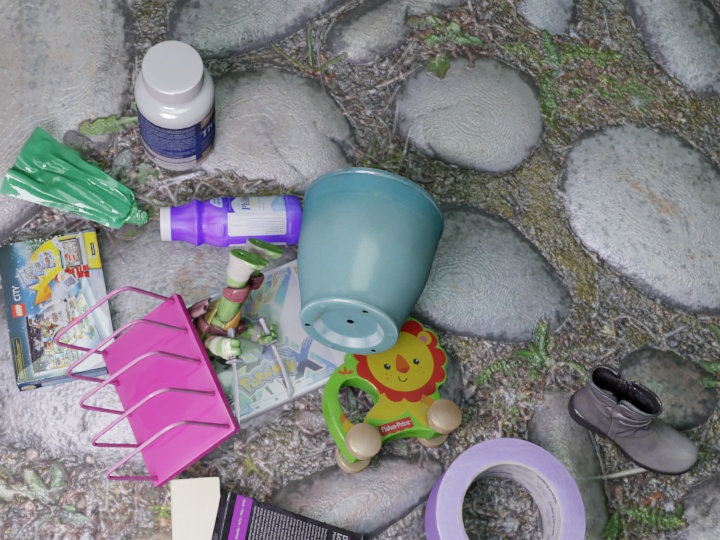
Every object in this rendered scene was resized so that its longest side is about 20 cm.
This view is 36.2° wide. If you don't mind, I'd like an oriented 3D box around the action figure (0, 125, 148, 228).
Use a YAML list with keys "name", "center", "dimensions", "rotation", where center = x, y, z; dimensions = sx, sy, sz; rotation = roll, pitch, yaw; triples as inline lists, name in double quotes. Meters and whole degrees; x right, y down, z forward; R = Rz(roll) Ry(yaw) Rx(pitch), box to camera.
- name: "action figure"
  center: [-0.392, -0.111, 1.553]
  dimensions: [0.198, 0.055, 0.119]
  rotation: [25, 66, -5]

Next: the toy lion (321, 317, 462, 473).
- name: "toy lion"
  center: [0.035, 0.154, 1.491]
  dimensions: [0.198, 0.069, 0.193]
  rotation: [-13, 65, -26]

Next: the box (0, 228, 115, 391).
- name: "box"
  center: [-0.410, 0.051, 1.495]
  dimensions: [0.135, 0.038, 0.202]
  rotation: [-10, 70, -12]

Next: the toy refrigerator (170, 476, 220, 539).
- name: "toy refrigerator"
  center: [-0.199, 0.367, 1.378]
  dimensions: [0.069, 0.076, 0.202]
  rotation: [-3, 68, -9]

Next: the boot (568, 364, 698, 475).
- name: "boot"
  center: [0.382, 0.207, 1.487]
  dimensions: [0.198, 0.132, 0.070]
  rotation: [25, 67, 3]

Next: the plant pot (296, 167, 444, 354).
- name: "plant pot"
  center: [0.000, 0.000, 1.467]
  dimensions: [0.198, 0.201, 0.190]
  rotation: [14, 58, -2]

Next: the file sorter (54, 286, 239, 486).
- name: "file sorter"
  center: [-0.269, 0.141, 1.350]
  dimensions: [0.138, 0.125, 0.201]
  rotation: [-36, 66, 17]

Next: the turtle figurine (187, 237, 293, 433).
- name: "turtle figurine"
  center: [-0.139, 0.073, 1.432]
  dimensions: [0.143, 0.196, 0.200]
  rotation: [0, 28, -45]

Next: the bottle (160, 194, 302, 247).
- name: "bottle"
  center: [-0.181, -0.069, 1.549]
  dimensions: [0.197, 0.084, 0.066]
  rotation: [-2, 109, -8]

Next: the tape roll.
- name: "tape roll"
  center: [0.188, 0.327, 1.441]
  dimensions: [0.197, 0.085, 0.202]
  rotation: [2, 68, -6]

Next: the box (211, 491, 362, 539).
- name: "box"
  center: [-0.096, 0.374, 1.365]
  dimensions: [0.198, 0.036, 0.144]
  rotation: [23, 59, -22]

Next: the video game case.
- name: "video game case"
  center: [-0.130, 0.097, 1.523]
  dimensions: [0.198, 0.022, 0.184]
  rotation: [-23, 73, -15]

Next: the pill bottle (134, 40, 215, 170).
- name: "pill bottle"
  center: [-0.258, -0.231, 1.539]
  dimensions: [0.110, 0.200, 0.112]
  rotation: [2, 68, -6]
